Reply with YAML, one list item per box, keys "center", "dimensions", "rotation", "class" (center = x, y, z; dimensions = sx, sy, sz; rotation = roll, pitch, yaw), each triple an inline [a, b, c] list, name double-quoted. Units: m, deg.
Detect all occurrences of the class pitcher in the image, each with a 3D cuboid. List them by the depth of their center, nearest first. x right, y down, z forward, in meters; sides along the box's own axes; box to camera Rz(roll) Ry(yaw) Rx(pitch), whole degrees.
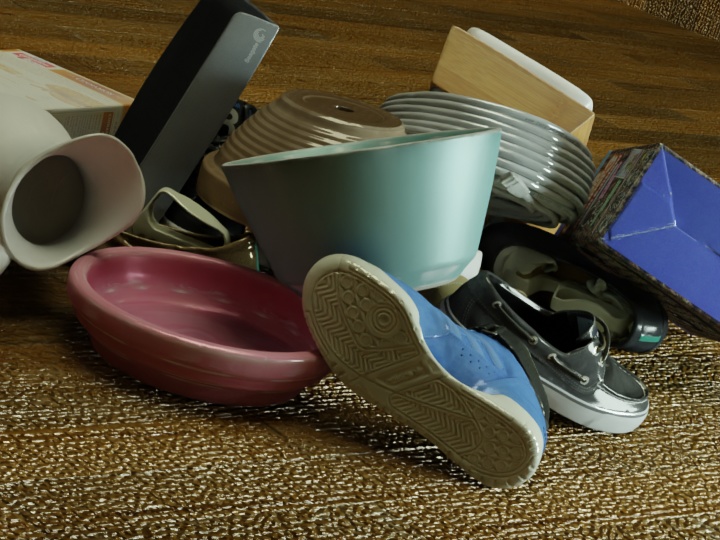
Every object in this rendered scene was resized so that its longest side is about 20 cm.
- center: [-0.269, -0.048, 1.496]
  dimensions: [0.171, 0.122, 0.200]
  rotation: [-37, 30, -21]
  class: "pitcher"

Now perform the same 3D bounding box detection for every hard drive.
- center: [-0.148, -0.140, 1.744]
  dimensions: [0.042, 0.200, 0.135]
  rotation: [30, 8, -25]
  class: "hard drive"

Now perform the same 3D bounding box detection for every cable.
- center: [0.100, -0.095, 1.773]
  dimensions: [0.199, 0.070, 0.200]
  rotation: [14, -6, 38]
  class: "cable"

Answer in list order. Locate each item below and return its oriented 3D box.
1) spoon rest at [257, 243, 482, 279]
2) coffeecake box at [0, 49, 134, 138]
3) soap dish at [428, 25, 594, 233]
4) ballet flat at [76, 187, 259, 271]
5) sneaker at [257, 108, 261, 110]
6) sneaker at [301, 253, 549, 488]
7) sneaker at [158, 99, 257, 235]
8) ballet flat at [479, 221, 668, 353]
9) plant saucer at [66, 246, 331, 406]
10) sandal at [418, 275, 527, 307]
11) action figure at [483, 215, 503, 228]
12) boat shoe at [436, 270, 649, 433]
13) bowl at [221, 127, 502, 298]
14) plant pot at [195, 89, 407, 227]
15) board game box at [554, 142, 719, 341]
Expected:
- center: [0.000, 0.000, 1.710]
  dimensions: [0.199, 0.061, 0.099]
  rotation: [9, 10, 27]
  class: "spoon rest"
- center: [-0.311, -0.133, 1.800]
  dimensions: [0.153, 0.073, 0.200]
  rotation: [24, 18, 27]
  class: "coffeecake box"
- center: [0.127, -0.116, 1.947]
  dimensions: [0.157, 0.200, 0.081]
  rotation: [33, 59, 15]
  class: "soap dish"
- center: [-0.169, -0.032, 1.599]
  dimensions: [0.199, 0.073, 0.068]
  rotation: [17, 18, 7]
  class: "ballet flat"
- center: [-0.041, -0.090, 1.949]
  dimensions: [0.199, 0.076, 0.091]
  rotation: [10, 28, -7]
  class: "sneaker"
- center: [0.049, 0.058, 1.424]
  dimensions: [0.200, 0.077, 0.111]
  rotation: [39, 18, 1]
  class: "sneaker"
- center: [-0.126, -0.090, 1.763]
  dimensions: [0.073, 0.112, 0.200]
  rotation: [12, 16, -10]
  class: "sneaker"
- center: [0.169, 0.014, 1.782]
  dimensions: [0.200, 0.073, 0.073]
  rotation: [28, 20, 28]
  class: "ballet flat"
- center: [-0.108, 0.042, 1.449]
  dimensions: [0.200, 0.051, 0.201]
  rotation: [14, 16, -4]
  class: "plant saucer"
- center: [0.056, 0.033, 1.610]
  dimensions: [0.069, 0.078, 0.211]
  rotation: [18, 7, 26]
  class: "sandal"
- center: [0.052, -0.031, 1.853]
  dimensions: [0.118, 0.055, 0.200]
  rotation: [27, 23, 26]
  class: "action figure"
- center: [0.147, 0.055, 1.533]
  dimensions: [0.200, 0.066, 0.070]
  rotation: [29, 29, -25]
  class: "boat shoe"
- center: [0.006, -0.038, 1.482]
  dimensions: [0.200, 0.106, 0.201]
  rotation: [-7, 6, 1]
  class: "bowl"
- center: [-0.024, -0.084, 1.650]
  dimensions: [0.200, 0.093, 0.201]
  rotation: [14, 16, -4]
  class: "plant pot"
- center: [0.269, -0.022, 1.773]
  dimensions: [0.159, 0.097, 0.200]
  rotation: [34, -2, -5]
  class: "board game box"
